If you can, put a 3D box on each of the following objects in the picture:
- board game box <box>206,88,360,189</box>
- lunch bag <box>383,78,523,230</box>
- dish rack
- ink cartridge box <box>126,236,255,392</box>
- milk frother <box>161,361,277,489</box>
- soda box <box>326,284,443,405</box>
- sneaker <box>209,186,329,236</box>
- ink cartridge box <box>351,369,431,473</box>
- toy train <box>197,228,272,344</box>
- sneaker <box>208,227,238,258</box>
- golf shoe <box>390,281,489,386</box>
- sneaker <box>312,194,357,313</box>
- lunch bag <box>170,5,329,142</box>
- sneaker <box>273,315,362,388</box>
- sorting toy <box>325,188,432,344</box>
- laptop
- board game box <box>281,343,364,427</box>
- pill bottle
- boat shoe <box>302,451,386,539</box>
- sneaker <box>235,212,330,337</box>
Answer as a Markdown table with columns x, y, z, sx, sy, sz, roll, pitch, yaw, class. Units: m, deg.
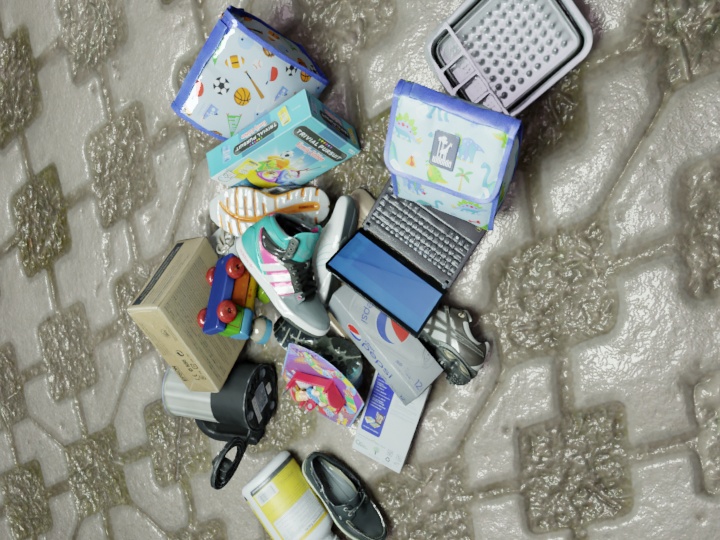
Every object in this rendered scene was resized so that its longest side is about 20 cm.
| x | y | z | sx | sy | sz | roll | pitch | yaw | class |
| --- | --- | --- | --- | --- | --- | --- | --- | --- | --- |
| -0.119 | -0.185 | 0.905 | 0.195 | 0.150 | 0.049 | -24 | 70 | 24 | board game box |
| 0.126 | -0.160 | 0.775 | 0.165 | 0.201 | 0.131 | 21 | 71 | 15 | lunch bag |
| 0.205 | -0.314 | 0.810 | 0.198 | 0.043 | 0.174 | -37 | 84 | 24 | dish rack |
| -0.276 | 0.076 | 0.972 | 0.073 | 0.167 | 0.204 | -5 | 129 | 25 | ink cartridge box |
| -0.270 | 0.263 | 1.028 | 0.181 | 0.199 | 0.188 | 2 | 105 | 22 | milk frother |
| 0.035 | 0.105 | 0.891 | 0.201 | 0.063 | 0.069 | 50 | 156 | 10 | soda box |
| -0.148 | -0.100 | 0.940 | 0.192 | 0.077 | 0.081 | -2 | 105 | -7 | sneaker |
| 0.058 | 0.230 | 0.972 | 0.097 | 0.039 | 0.206 | 23 | 109 | 17 | ink cartridge box |
| -0.189 | 0.015 | 0.951 | 0.083 | 0.114 | 0.207 | -17 | 58 | 44 | toy train |
| -0.213 | -0.021 | 1.020 | 0.200 | 0.073 | 0.117 | -44 | 79 | 22 | sneaker |
| 0.119 | 0.081 | 0.902 | 0.094 | 0.078 | 0.201 | -42 | 92 | -13 | golf shoe |
| -0.062 | -0.027 | 0.922 | 0.078 | 0.070 | 0.207 | 23 | 104 | 17 | sneaker |
| -0.175 | -0.289 | 0.880 | 0.171 | 0.197 | 0.125 | -49 | 65 | 22 | lunch bag |
| -0.076 | 0.144 | 0.991 | 0.197 | 0.077 | 0.088 | 31 | 152 | 33 | sneaker |
| 0.000 | 0.000 | 0.960 | 0.185 | 0.036 | 0.201 | 45 | 108 | 9 | sorting toy |
| 0.074 | -0.042 | 0.859 | 0.175 | 0.103 | 0.203 | 35 | 100 | 9 | laptop |
| -0.077 | 0.210 | 0.963 | 0.156 | 0.039 | 0.202 | 36 | 147 | 9 | board game box |
| -0.119 | 0.444 | 1.044 | 0.111 | 0.112 | 0.202 | -40 | 84 | 23 | pill bottle |
| -0.024 | 0.396 | 1.010 | 0.200 | 0.074 | 0.067 | 48 | 149 | 16 | boat shoe |
| -0.090 | -0.008 | 0.866 | 0.201 | 0.084 | 0.120 | 48 | 118 | 1 | sneaker |
